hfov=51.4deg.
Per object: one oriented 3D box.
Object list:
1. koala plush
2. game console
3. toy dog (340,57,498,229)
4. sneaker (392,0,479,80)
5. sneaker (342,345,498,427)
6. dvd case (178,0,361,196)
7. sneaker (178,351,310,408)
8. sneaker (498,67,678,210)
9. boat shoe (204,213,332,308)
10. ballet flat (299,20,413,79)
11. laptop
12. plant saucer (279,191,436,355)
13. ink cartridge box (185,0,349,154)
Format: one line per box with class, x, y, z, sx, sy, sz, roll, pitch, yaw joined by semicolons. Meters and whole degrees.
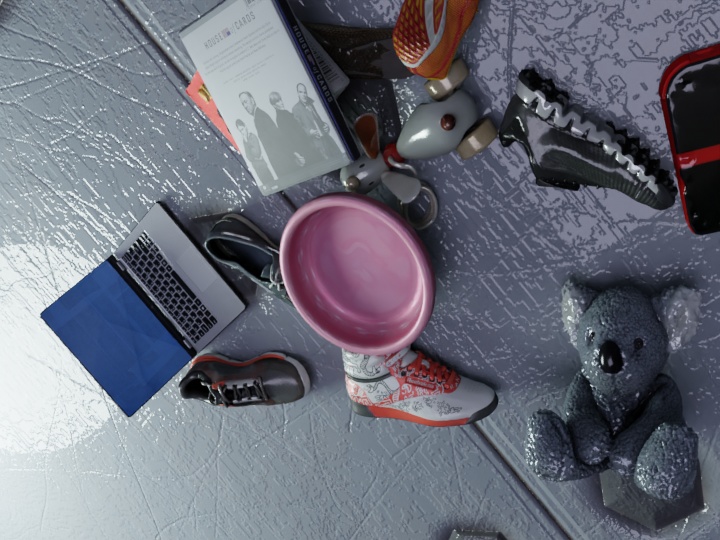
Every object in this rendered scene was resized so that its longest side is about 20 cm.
koala plush;0.279;0.111;0.801;0.174;0.182;0.206;-1;91;35
game console;0.396;-0.136;0.705;0.195;0.031;0.180;-12;111;27
toy dog;0.056;-0.131;0.804;0.131;0.096;0.201;38;121;3
sneaker;0.092;-0.289;0.735;0.072;0.077;0.204;31;100;29
sneaker;0.068;0.127;0.926;0.196;0.067;0.111;-1;114;26
dvd case;-0.098;-0.189;0.799;0.148;0.025;0.203;-12;112;42
sneaker;-0.164;0.165;1.029;0.195;0.082;0.079;-3;111;24
sneaker;0.224;-0.113;0.763;0.198;0.066;0.091;37;124;8
boat shoe;-0.112;0.005;0.951;0.198;0.062;0.074;35;119;4
ballet flat;-0.017;-0.242;0.821;0.195;0.047;0.069;8;125;25
laptop;-0.293;0.053;1.016;0.199;0.116;0.188;-39;95;31
plant saucer;0.000;0.000;0.870;0.196;0.051;0.205;14;123;22
ink cartridge box;-0.122;-0.205;0.851;0.161;0.050;0.200;47;131;-1
